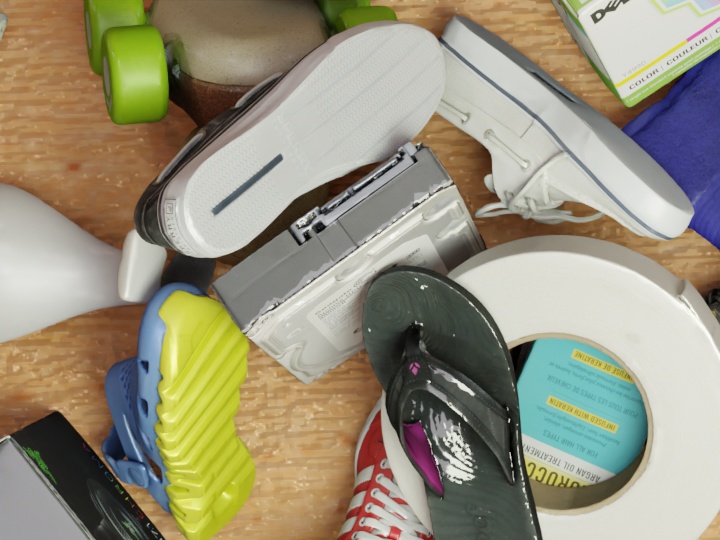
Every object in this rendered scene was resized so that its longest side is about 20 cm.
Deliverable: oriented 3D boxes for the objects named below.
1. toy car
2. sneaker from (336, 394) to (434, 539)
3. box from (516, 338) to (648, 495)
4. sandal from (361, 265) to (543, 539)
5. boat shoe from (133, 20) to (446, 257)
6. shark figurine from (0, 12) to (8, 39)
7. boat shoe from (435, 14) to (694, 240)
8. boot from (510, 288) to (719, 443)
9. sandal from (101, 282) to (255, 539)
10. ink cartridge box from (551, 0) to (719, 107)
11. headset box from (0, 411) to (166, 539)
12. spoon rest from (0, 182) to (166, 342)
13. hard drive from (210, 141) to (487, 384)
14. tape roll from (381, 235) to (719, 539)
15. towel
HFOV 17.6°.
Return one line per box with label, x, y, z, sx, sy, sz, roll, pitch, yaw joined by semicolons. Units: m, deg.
toy car;-0.068;-0.064;1.353;0.164;0.158;0.201;-6;115;-12
sneaker;0.015;0.153;1.347;0.071;0.112;0.201;20;91;0
box;0.111;0.116;1.343;0.082;0.049;0.201;23;111;5
sandal;0.054;0.093;1.257;0.075;0.048;0.201;-15;104;18
boat shoe;-0.041;-0.076;1.228;0.200;0.071;0.072;-34;114;-32
shark figurine;-0.328;-0.124;1.356;0.128;0.214;0.090;-58;48;28
boat shoe;0.100;-0.061;1.339;0.202;0.075;0.086;42;107;29
boot;0.176;0.028;1.367;0.173;0.069;0.201;17;92;1
sandal;-0.113;0.077;1.328;0.087;0.200;0.079;30;53;21
ink cartridge box;0.163;-0.203;1.294;0.148;0.200;0.076;-34;55;5
headset box;-0.166;0.178;1.306;0.093;0.200;0.174;-39;89;1
spoon rest;-0.185;-0.001;1.343;0.199;0.061;0.100;4;80;39
hard drive;0.000;0.000;1.302;0.140;0.200;0.038;-36;75;0
tape roll;0.112;0.079;1.284;0.202;0.037;0.204;4;107;12
towel;0.257;-0.058;1.331;0.148;0.050;0.200;-46;57;-3
